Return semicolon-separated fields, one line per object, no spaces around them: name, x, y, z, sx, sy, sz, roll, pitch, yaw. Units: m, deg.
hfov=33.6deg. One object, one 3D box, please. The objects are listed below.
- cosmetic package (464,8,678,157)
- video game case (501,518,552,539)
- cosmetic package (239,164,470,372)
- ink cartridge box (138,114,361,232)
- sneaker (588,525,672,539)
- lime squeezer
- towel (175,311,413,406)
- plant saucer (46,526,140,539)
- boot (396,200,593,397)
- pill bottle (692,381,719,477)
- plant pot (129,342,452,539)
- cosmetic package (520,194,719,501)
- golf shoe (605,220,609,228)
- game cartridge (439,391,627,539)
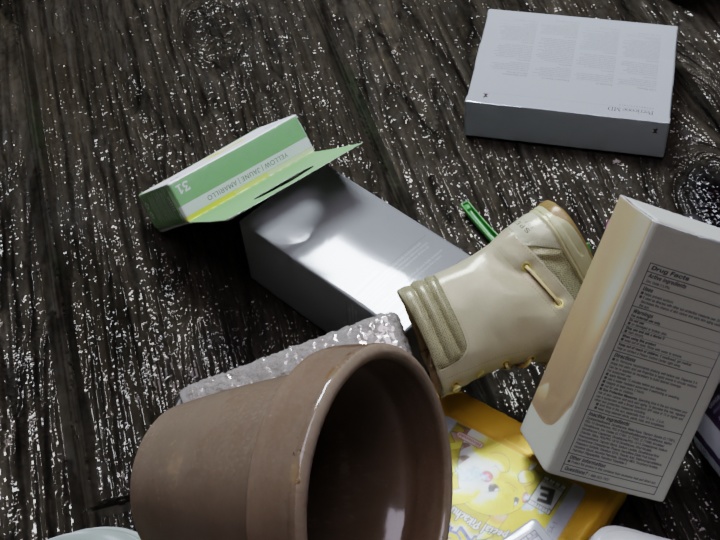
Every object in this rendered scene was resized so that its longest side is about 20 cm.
cosmetic package;0.216;-0.193;1.212;0.199;0.052;0.151;8;48;11
video game case;0.092;0.292;0.790;0.200;0.024;0.182;-31;63;-15
cosmetic package;0.000;0.000;1.039;0.107;0.090;0.200;-39;54;-25
ink cartridge box;-0.105;-0.091;1.074;0.145;0.048;0.200;-32;11;-23
sneaker;0.251;0.225;0.823;0.200;0.087;0.075;23;55;22
lime squeezer;0.146;-0.010;1.053;0.038;0.071;0.200;-42;27;-9
towel;-0.044;0.120;0.922;0.200;0.034;0.133;-22;64;8
plant saucer;-0.223;0.248;0.816;0.200;0.050;0.200;-18;36;14
boot;0.131;0.067;0.936;0.155;0.200;0.073;-30;13;-7
pill bottle;0.313;0.119;0.894;0.111;0.112;0.200;-21;51;-14
plant pot;-0.057;0.147;0.806;0.174;0.200;0.200;-1;46;31
cosmetic package;0.205;0.058;0.869;0.105;0.200;0.071;18;15;-15
golf shoe;0.297;-0.009;1.021;0.075;0.092;0.200;-38;56;-24
game cartridge;0.078;0.196;0.898;0.176;0.032;0.200;26;55;24
